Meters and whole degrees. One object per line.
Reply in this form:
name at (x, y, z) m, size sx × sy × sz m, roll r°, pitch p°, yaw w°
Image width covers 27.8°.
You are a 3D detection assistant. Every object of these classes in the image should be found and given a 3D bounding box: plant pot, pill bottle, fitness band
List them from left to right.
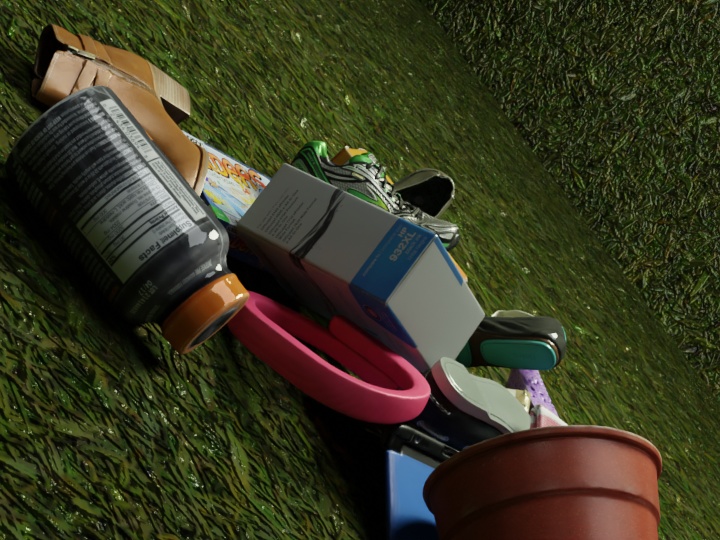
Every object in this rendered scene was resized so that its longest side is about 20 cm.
pill bottle at (-0.172, -0.033, 1.112) m, size 0.201 × 0.106 × 0.106 m, roll 51°, pitch 15°, yaw 5°
fitness band at (-0.030, 0.075, 1.261) m, size 0.199 × 0.038 × 0.143 m, roll 33°, pitch 15°, yaw 35°
plant pot at (0.156, 0.255, 1.144) m, size 0.200 × 0.199 × 0.197 m, roll 33°, pitch 42°, yaw -45°

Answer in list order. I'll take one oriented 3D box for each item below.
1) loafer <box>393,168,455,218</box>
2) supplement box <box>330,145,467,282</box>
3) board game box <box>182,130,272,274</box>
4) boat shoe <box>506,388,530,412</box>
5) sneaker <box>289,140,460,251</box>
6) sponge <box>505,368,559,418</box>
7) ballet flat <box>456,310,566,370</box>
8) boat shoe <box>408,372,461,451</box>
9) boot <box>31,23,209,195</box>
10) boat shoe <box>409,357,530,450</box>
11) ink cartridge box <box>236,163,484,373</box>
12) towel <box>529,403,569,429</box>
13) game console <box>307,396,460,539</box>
loafer at (0.023, -0.053, 1.562) m, size 0.076 × 0.199 × 0.070 m, roll 54°, pitch -19°, yaw -4°
supplement box at (0.032, -0.045, 1.651) m, size 0.201 × 0.069 × 0.066 m, roll 54°, pitch 17°, yaw 12°
board game box at (-0.123, -0.062, 1.460) m, size 0.199 × 0.034 × 0.136 m, roll 25°, pitch 27°, yaw -56°
boat shoe at (0.156, 0.202, 1.452) m, size 0.202 × 0.062 × 0.074 m, roll -98°, pitch -174°, yaw -45°
sneaker at (0.012, -0.072, 1.489) m, size 0.198 × 0.086 × 0.078 m, roll 24°, pitch 6°, yaw 11°
sponge at (0.177, 0.196, 1.531) m, size 0.029 × 0.113 × 0.201 m, roll 12°, pitch 27°, yaw -15°
ballet flat at (0.129, 0.073, 1.588) m, size 0.069 × 0.197 × 0.069 m, roll -64°, pitch 153°, yaw -48°
boat shoe at (0.087, 0.135, 1.496) m, size 0.074 × 0.075 × 0.201 m, roll 39°, pitch 18°, yaw -40°
boot at (-0.221, -0.129, 1.306) m, size 0.154 × 0.074 × 0.201 m, roll 25°, pitch 31°, yaw -35°
boat shoe at (0.107, 0.140, 1.364) m, size 0.200 × 0.060 × 0.076 m, roll 37°, pitch 24°, yaw -44°
ink cartridge box at (0.000, 0.000, 1.363) m, size 0.199 × 0.084 × 0.145 m, roll 27°, pitch -16°, yaw 37°
towel at (0.183, 0.243, 1.364) m, size 0.146 × 0.030 × 0.202 m, roll 39°, pitch 54°, yaw -41°
game console at (0.044, 0.205, 1.303) m, size 0.170 × 0.119 × 0.199 m, roll 20°, pitch -9°, yaw 42°
